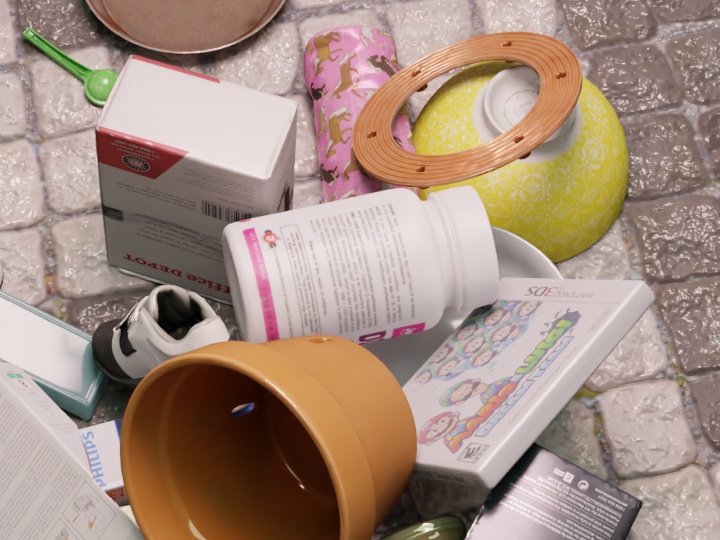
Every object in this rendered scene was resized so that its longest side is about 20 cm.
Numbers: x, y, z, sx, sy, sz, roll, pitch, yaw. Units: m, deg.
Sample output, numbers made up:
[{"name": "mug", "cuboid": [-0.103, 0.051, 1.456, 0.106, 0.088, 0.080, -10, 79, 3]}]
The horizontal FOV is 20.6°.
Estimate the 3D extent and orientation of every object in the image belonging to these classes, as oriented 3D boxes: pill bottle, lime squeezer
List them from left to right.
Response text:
[{"name": "lime squeezer", "cuboid": [-0.222, -0.166, 1.741, 0.199, 0.071, 0.038, 20, 76, 41]}, {"name": "pill bottle", "cuboid": [0.000, 0.000, 1.537, 0.199, 0.114, 0.114, -12, 63, -8]}]

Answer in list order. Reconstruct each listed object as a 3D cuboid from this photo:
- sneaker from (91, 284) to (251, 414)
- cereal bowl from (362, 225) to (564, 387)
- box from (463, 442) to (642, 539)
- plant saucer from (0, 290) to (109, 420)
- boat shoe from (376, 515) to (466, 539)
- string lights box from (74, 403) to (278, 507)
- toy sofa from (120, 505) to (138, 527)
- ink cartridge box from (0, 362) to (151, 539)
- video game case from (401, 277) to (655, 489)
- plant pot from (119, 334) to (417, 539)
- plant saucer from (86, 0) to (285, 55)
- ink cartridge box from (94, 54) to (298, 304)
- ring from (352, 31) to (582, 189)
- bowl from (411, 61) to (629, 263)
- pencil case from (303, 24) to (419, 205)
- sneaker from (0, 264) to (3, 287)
[{"name": "sneaker", "cuboid": [-0.152, 0.047, 1.548, 0.074, 0.089, 0.199, -25, 23, -32]}, {"name": "cereal bowl", "cuboid": [0.077, 0.064, 1.618, 0.198, 0.083, 0.201, 1, 62, -2]}, {"name": "box", "cuboid": [0.108, 0.254, 1.451, 0.104, 0.200, 0.183, 28, 64, 11]}, {"name": "plant saucer", "cuboid": [-0.295, 0.049, 1.613, 0.199, 0.019, 0.070, 27, 63, -9]}, {"name": "boat shoe", "cuboid": [0.004, 0.257, 1.495, 0.200, 0.073, 0.063, -37, 63, 9]}, {"name": "string lights box", "cuboid": [-0.119, 0.145, 1.553, 0.199, 0.103, 0.059, -15, 62, -10]}, {"name": "toy sofa", "cuboid": [-0.120, 0.220, 1.523, 0.199, 0.083, 0.098, -15, 66, -10]}, {"name": "ink cartridge box", "cuboid": [-0.252, 0.194, 1.497, 0.200, 0.050, 0.161, 42, 106, 20]}, {"name": "video game case", "cuboid": [0.102, 0.079, 1.479, 0.200, 0.182, 0.024, -47, 113, -22]}, {"name": "plant pot", "cuboid": [-0.051, 0.132, 1.405, 0.200, 0.201, 0.140, 41, 37, 18]}, {"name": "plant saucer", "cuboid": [-0.159, -0.274, 1.816, 0.199, 0.035, 0.202, 1, 61, -2]}, {"name": "ink cartridge box", "cuboid": [-0.131, -0.068, 1.613, 0.146, 0.200, 0.083, 17, 59, 6]}, {"name": "ring", "cuboid": [0.088, -0.130, 1.624, 0.199, 0.019, 0.201, -16, 35, 12]}, {"name": "bowl", "cuboid": [0.140, -0.114, 1.703, 0.198, 0.108, 0.201, 1, 62, -2]}, {"name": "pencil case", "cuboid": [0.000, -0.116, 1.713, 0.086, 0.083, 0.201, 7, 59, -23]}, {"name": "sneaker", "cuboid": [-0.370, -0.053, 1.663, 0.075, 0.077, 0.200, -32, 70, -20]}]
